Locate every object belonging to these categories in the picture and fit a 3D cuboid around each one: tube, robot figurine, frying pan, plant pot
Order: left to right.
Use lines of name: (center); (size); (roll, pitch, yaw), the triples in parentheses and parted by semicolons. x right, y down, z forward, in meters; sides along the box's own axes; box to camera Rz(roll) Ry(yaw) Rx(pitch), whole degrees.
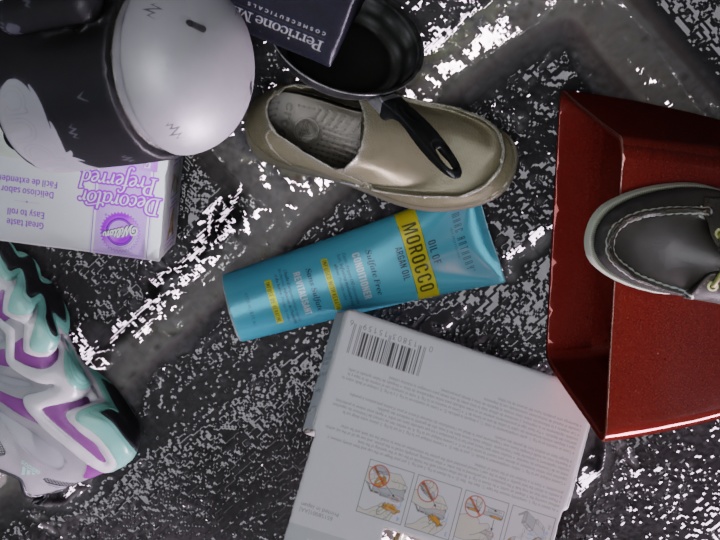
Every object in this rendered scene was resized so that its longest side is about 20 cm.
robot figurine: (-0.165, -0.132, 1.439); (0.198, 0.150, 0.126); (-5, 101, 31)
tube: (0.000, 0.000, 1.572); (0.198, 0.050, 0.078); (-17, 107, 3)
frying pan: (0.018, -0.137, 1.497); (0.189, 0.115, 0.031); (37, 138, 12)
plant pot: (0.235, -0.007, 1.476); (0.174, 0.200, 0.202); (1, 104, -6)

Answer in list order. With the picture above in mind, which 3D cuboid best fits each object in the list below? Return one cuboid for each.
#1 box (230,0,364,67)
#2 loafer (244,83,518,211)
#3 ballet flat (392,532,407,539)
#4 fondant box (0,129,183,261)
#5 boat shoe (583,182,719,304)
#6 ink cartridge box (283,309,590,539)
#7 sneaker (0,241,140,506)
box: (-0.067, -0.273, 1.434); (0.195, 0.118, 0.201); (22, 134, 0)
loafer: (0.013, -0.088, 1.525); (0.198, 0.068, 0.076); (8, 85, 4)
ballet flat: (-0.006, 0.201, 1.600); (0.064, 0.076, 0.201); (36, 106, 11)
fondant box: (-0.199, -0.117, 1.553); (0.143, 0.058, 0.202); (7, 105, 4)
boat shoe: (0.240, -0.011, 1.350); (0.199, 0.061, 0.072); (5, 102, -18)
ink cartridge box: (0.054, 0.140, 1.546); (0.198, 0.044, 0.175); (18, 81, -11)
sneaker: (-0.268, 0.085, 1.599); (0.139, 0.078, 0.201); (-29, 99, 11)
